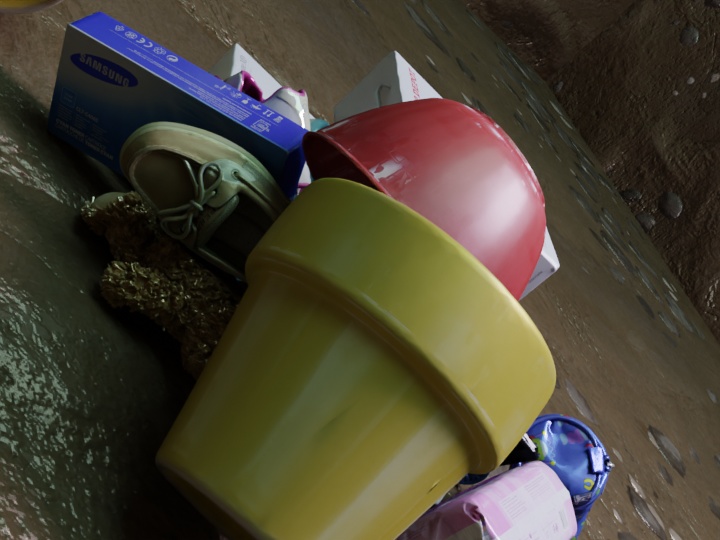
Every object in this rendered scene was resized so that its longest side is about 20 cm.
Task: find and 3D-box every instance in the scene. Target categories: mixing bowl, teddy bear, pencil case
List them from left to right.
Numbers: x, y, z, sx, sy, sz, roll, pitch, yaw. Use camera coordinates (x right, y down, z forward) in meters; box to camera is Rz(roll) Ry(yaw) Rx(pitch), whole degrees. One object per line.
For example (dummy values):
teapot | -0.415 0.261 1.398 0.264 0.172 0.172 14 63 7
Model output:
teddy bear | -0.128 0.017 0.915 0.200 0.067 0.145 44 12 10
mixing bowl | 0.059 -0.045 0.885 0.201 0.108 0.200 50 -10 12
pencil case | 0.168 0.189 1.094 0.201 0.085 0.079 84 11 -65

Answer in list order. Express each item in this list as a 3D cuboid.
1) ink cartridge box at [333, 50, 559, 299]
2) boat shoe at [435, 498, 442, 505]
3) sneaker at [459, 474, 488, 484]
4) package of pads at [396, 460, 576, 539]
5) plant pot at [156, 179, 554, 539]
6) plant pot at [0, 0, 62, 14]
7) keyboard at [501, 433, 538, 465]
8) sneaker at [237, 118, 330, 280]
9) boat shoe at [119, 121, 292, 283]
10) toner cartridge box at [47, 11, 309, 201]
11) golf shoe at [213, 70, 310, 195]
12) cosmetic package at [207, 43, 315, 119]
ink cartridge box | 0.071 -0.075 1.104 0.200 0.083 0.146 41 22 -24
boat shoe | 0.030 0.119 0.985 0.073 0.062 0.200 39 -3 -22
sneaker | 0.084 0.092 1.155 0.078 0.069 0.203 -72 153 -68
package of pads | 0.079 0.204 0.922 0.076 0.120 0.199 64 21 9
plant pot | -0.016 0.081 0.755 0.200 0.189 0.201 37 -18 14
plant pot | -0.283 -0.321 1.017 0.200 0.199 0.191 30 40 -45
keyboard | 0.067 0.131 1.045 0.105 0.040 0.200 52 -23 -1
sneaker | -0.111 -0.053 1.077 0.201 0.129 0.080 -60 147 -38
boat shoe | -0.082 -0.028 0.880 0.200 0.073 0.063 40 22 -20
toner cartridge box | -0.138 -0.104 0.946 0.198 0.096 0.043 30 33 12
golf shoe | -0.122 -0.119 1.016 0.197 0.093 0.075 14 10 23
cosmetic package | -0.080 -0.123 1.274 0.200 0.071 0.102 42 20 -22
